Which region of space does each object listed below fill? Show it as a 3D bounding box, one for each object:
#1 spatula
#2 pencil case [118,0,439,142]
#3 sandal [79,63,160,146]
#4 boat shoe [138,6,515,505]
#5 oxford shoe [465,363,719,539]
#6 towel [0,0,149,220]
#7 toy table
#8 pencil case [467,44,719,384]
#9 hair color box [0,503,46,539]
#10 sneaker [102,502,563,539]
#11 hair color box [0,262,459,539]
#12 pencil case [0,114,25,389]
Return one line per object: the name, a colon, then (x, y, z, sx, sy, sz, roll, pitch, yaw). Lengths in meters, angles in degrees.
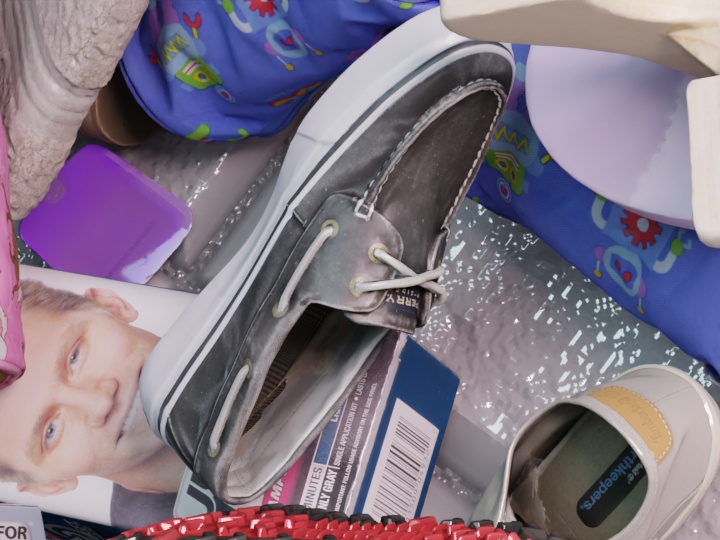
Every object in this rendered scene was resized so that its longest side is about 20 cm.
spatula: (-0.156, -0.052, 1.153, 0.200, 0.021, 0.057, 34, 80, 34)
pencil case: (-0.021, -0.109, 1.026, 0.200, 0.078, 0.087, -27, 91, 57)
sandal: (-0.093, -0.161, 1.140, 0.069, 0.078, 0.212, 17, 84, 36)
boat shoe: (0.000, 0.000, 0.945, 0.200, 0.072, 0.071, -55, 50, 19)
oxford shoe: (0.054, 0.115, 0.935, 0.075, 0.058, 0.200, 44, 113, 26)
towel: (-0.130, -0.132, 1.107, 0.133, 0.034, 0.200, -58, 29, 33)
toy table: (0.128, -0.086, 0.853, 0.199, 0.117, 0.184, -21, 68, 23)
pencil case: (0.111, -0.021, 0.970, 0.200, 0.078, 0.087, 37, 119, 32)
hair color box: (-0.150, 0.193, 0.951, 0.099, 0.061, 0.201, -25, 69, 36)
sneaker: (-0.019, 0.133, 0.903, 0.199, 0.079, 0.096, 1, 93, 35)
hair color box: (-0.071, 0.063, 1.041, 0.199, 0.061, 0.100, 8, 73, 29)
pencil case: (-0.181, -0.043, 1.029, 0.086, 0.083, 0.201, -10, 80, -1)
